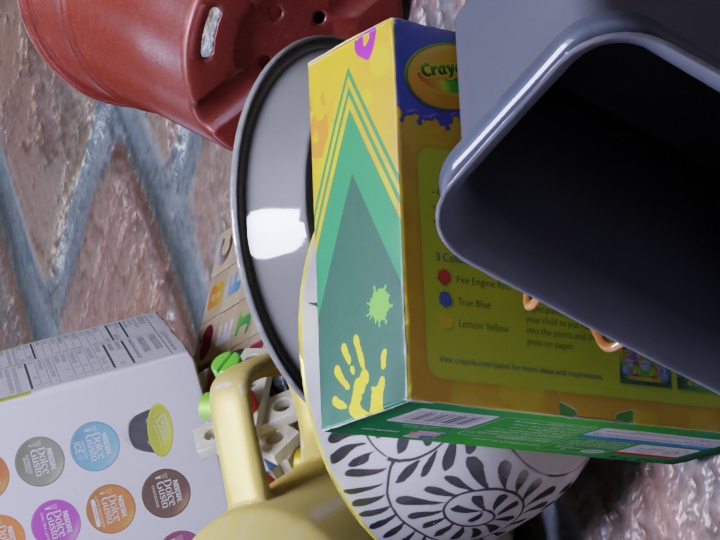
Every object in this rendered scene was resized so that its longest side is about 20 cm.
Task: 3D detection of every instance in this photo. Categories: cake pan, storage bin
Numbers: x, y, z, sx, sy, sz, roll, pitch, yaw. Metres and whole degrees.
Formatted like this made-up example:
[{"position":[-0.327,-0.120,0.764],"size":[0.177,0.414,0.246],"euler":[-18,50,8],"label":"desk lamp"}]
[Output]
[{"position":[0.009,-0.021,1.274],"size":[0.037,0.200,0.202],"euler":[-9,75,34],"label":"cake pan"},{"position":[0.123,-0.052,1.053],"size":[0.146,0.199,0.135],"euler":[-48,30,29],"label":"storage bin"}]

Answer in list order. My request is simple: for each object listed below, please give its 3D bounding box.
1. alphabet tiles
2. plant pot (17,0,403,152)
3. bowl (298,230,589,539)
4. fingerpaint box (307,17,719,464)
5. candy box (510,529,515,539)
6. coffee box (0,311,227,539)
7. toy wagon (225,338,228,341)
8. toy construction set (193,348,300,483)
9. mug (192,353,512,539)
[{"position":[-0.060,-0.003,1.616],"size":[0.200,0.006,0.167],"euler":[-31,45,61],"label":"alphabet tiles"},{"position":[-0.083,-0.166,1.565],"size":[0.195,0.200,0.202],"euler":[37,119,53],"label":"plant pot"},{"position":[0.066,0.038,1.225],"size":[0.094,0.200,0.202],"euler":[-11,74,35],"label":"bowl"},{"position":[0.078,-0.008,1.128],"size":[0.073,0.199,0.168],"euler":[-22,66,53],"label":"fingerpaint box"},{"position":[0.029,0.178,1.396],"size":[0.117,0.056,0.201],"euler":[-151,68,-64],"label":"candy box"},{"position":[-0.185,0.155,1.615],"size":[0.200,0.196,0.201],"euler":[-151,47,-78],"label":"coffee box"},{"position":[-0.039,0.094,1.587],"size":[0.155,0.039,0.202],"euler":[156,115,-64],"label":"toy wagon"},{"position":[-0.054,0.121,1.443],"size":[0.201,0.092,0.131],"euler":[81,-150,-43],"label":"toy construction set"},{"position":[-0.031,0.154,1.277],"size":[0.187,0.153,0.150],"euler":[46,114,18],"label":"mug"}]
